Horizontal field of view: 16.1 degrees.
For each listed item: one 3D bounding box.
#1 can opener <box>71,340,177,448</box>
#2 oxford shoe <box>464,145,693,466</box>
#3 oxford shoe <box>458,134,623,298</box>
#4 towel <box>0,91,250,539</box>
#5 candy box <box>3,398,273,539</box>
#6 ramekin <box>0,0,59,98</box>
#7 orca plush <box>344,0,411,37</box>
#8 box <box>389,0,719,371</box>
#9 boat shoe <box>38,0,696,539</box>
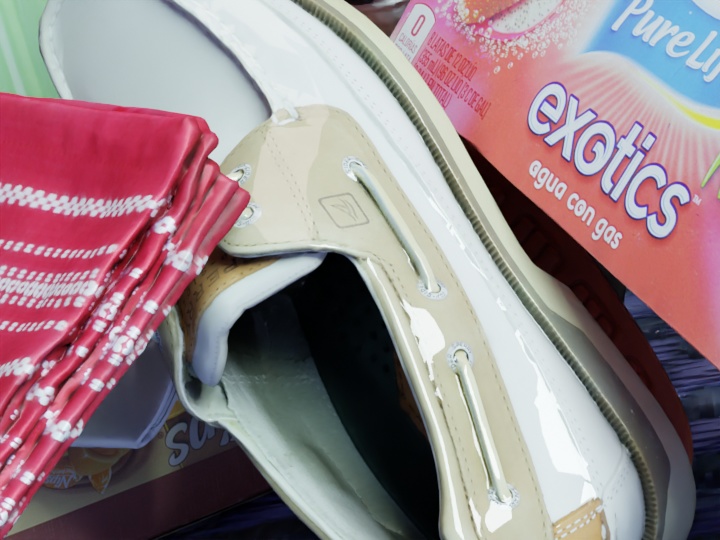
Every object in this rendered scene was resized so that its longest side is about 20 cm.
[{"bbox_3d":[-0.130,0.018,0.647,0.200,0.053,0.067,1,-10,18],"label":"can opener"},{"bbox_3d":[0.013,-0.002,0.653,0.071,0.200,0.073,-48,-25,4],"label":"oxford shoe"},{"bbox_3d":[0.000,0.000,0.769,0.071,0.073,0.200,-14,1,-37],"label":"oxford shoe"},{"bbox_3d":[-0.123,0.039,0.546,0.145,0.022,0.200,13,61,47],"label":"towel"},{"bbox_3d":[-0.114,0.040,0.748,0.115,0.055,0.200,-20,15,-33],"label":"candy box"},{"bbox_3d":[-0.131,-0.084,0.914,0.200,0.098,0.200,-15,18,5],"label":"ramekin"},{"bbox_3d":[-0.017,-0.105,0.661,0.105,0.071,0.200,11,-7,42],"label":"orca plush"},{"bbox_3d":[0.104,-0.031,0.564,0.103,0.095,0.200,23,14,-34],"label":"box"},{"bbox_3d":[-0.012,-0.002,0.569,0.200,0.075,0.068,46,37,20],"label":"boat shoe"}]
